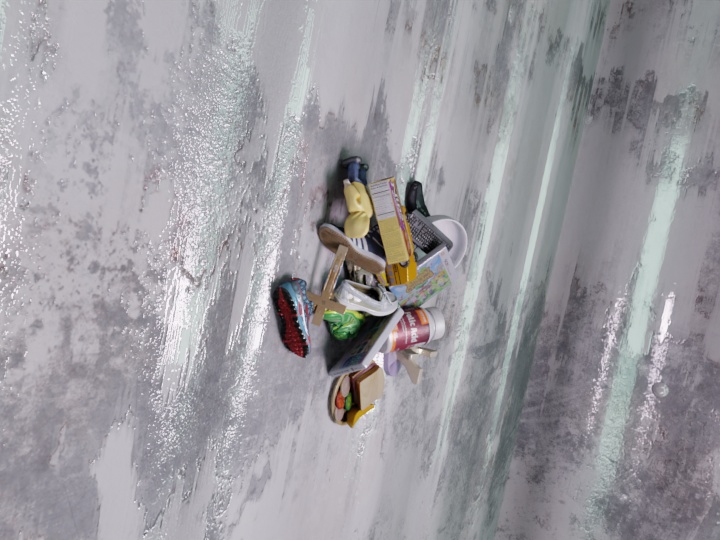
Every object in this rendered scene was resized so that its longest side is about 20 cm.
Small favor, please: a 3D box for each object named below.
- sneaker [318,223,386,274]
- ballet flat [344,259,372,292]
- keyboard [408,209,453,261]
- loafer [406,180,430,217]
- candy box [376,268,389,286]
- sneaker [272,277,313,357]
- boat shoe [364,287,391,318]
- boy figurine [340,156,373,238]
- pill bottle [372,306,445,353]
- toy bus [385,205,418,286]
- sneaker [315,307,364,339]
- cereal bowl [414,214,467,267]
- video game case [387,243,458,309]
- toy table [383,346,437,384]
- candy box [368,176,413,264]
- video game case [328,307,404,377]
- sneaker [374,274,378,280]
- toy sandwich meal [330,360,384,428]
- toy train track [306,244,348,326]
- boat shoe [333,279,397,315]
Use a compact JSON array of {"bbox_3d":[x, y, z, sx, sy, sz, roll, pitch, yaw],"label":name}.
[{"bbox_3d":[-0.013,-0.084,1.435,0.198,0.070,0.110,33,53,-22],"label":"sneaker"},{"bbox_3d":[0.000,0.000,1.512,0.068,0.074,0.203,-35,129,-43],"label":"ballet flat"},{"bbox_3d":[0.172,-0.076,1.621,0.199,0.021,0.128,35,99,-35],"label":"keyboard"},{"bbox_3d":[0.182,-0.171,1.732,0.068,0.069,0.204,-38,131,-48],"label":"loafer"},{"bbox_3d":[0.078,-0.063,1.602,0.103,0.026,0.202,58,39,-34],"label":"candy box"},{"bbox_3d":[-0.136,0.110,1.342,0.095,0.078,0.203,-41,133,-45],"label":"sneaker"},{"bbox_3d":[0.050,0.086,1.615,0.067,0.071,0.200,71,19,1],"label":"boat shoe"},{"bbox_3d":[-0.006,-0.168,1.387,0.124,0.063,0.204,29,54,-58],"label":"boy figurine"},{"bbox_3d":[0.141,0.169,1.675,0.197,0.114,0.116,-9,112,-25],"label":"pill bottle"},{"bbox_3d":[0.100,-0.066,1.538,0.065,0.077,0.204,-25,105,-56],"label":"toy bus"},{"bbox_3d":[-0.048,0.136,1.488,0.199,0.073,0.085,29,74,-57],"label":"sneaker"},{"bbox_3d":[0.213,-0.078,1.703,0.197,0.083,0.203,-13,124,-20],"label":"cereal bowl"},{"bbox_3d":[0.186,0.031,1.671,0.199,0.022,0.183,-35,143,0],"label":"video game case"},{"bbox_3d":[0.155,0.247,1.803,0.183,0.116,0.204,-13,113,-54],"label":"toy table"},{"bbox_3d":[0.077,-0.127,1.426,0.117,0.055,0.204,-43,121,-74],"label":"candy box"},{"bbox_3d":[0.015,0.194,1.530,0.024,0.181,0.201,46,56,-11],"label":"video game case"},{"bbox_3d":[0.115,0.011,1.681,0.199,0.086,0.075,22,83,-57],"label":"sneaker"},{"bbox_3d":[-0.006,0.353,1.634,0.204,0.069,0.209,-27,123,-50],"label":"toy sandwich meal"},{"bbox_3d":[-0.075,0.035,1.394,0.033,0.113,0.203,-101,-149,-86],"label":"toy train track"},{"bbox_3d":[0.023,0.065,1.467,0.199,0.075,0.065,12,122,-35],"label":"boat shoe"}]
